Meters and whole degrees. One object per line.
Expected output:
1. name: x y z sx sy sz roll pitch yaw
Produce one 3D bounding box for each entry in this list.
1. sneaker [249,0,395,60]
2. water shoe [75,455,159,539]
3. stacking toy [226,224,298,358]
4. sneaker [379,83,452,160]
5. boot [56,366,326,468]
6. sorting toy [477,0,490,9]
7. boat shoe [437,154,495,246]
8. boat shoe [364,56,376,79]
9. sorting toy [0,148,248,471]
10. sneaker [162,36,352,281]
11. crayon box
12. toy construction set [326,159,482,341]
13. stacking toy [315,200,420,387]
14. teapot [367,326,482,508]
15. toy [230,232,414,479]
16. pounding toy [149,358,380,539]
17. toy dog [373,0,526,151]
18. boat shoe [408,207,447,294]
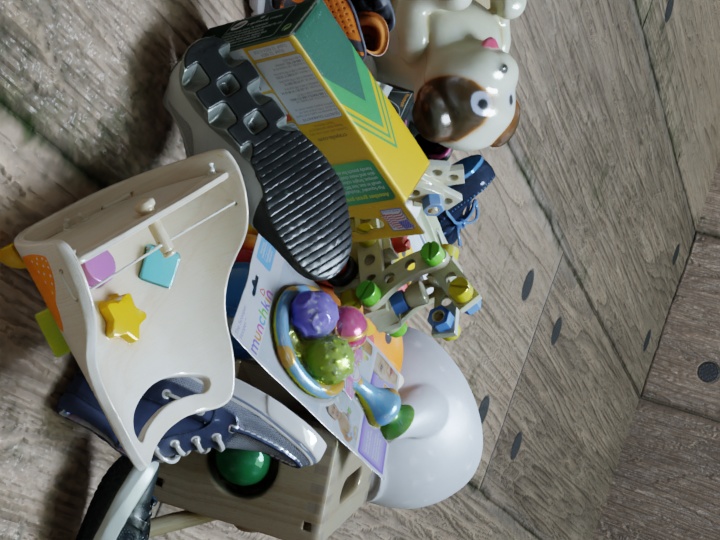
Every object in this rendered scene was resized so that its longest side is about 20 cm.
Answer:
1. sneaker: -0.032 -0.177 1.249 0.078 0.112 0.200 -54 152 -40
2. water shoe: -0.189 0.235 1.178 0.200 0.079 0.072 -66 -161 7
3. stacking toy: -0.075 -0.030 1.273 0.116 0.110 0.200 51 46 -38
4. sneaker: 0.057 -0.121 1.535 0.081 0.086 0.200 -66 157 -15
5. boot: -0.130 0.120 1.143 0.090 0.200 0.073 -61 -177 -20
6. sorting toy: 0.107 -0.339 1.528 0.199 0.069 0.200 -60 154 -31
7. boat shoe: 0.080 -0.057 1.516 0.084 0.069 0.200 -42 -174 -33
8. boat shoe: -0.027 -0.110 1.377 0.091 0.071 0.201 -1 113 -68
9. sorting toy: -0.152 0.036 1.036 0.200 0.107 0.180 -38 113 -55
10. sneaker: -0.081 -0.074 1.127 0.074 0.200 0.088 -30 177 -36
11. crayon box: -0.034 -0.112 1.172 0.200 0.126 0.052 55 50 -29
12. toy construction set: 0.036 -0.026 1.256 0.200 0.131 0.092 -88 154 -46
13. stacking toy: 0.000 0.000 1.349 0.200 0.146 0.146 -68 157 -11
14. teapot: 0.013 0.159 1.470 0.146 0.197 0.200 -24 131 -29
15. toy: -0.017 0.063 1.185 0.200 0.047 0.115 51 34 -33
16. pounding toy: -0.101 0.170 1.270 0.200 0.184 0.143 -22 125 -73
17. toy dog: 0.066 -0.194 1.345 0.139 0.200 0.194 12 124 -45
18. boat shoe: 0.030 -0.066 1.442 0.062 0.072 0.200 -34 107 -45
